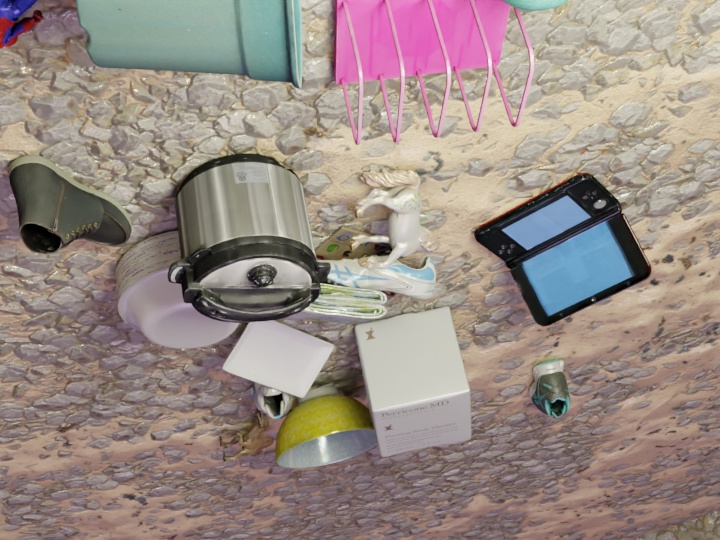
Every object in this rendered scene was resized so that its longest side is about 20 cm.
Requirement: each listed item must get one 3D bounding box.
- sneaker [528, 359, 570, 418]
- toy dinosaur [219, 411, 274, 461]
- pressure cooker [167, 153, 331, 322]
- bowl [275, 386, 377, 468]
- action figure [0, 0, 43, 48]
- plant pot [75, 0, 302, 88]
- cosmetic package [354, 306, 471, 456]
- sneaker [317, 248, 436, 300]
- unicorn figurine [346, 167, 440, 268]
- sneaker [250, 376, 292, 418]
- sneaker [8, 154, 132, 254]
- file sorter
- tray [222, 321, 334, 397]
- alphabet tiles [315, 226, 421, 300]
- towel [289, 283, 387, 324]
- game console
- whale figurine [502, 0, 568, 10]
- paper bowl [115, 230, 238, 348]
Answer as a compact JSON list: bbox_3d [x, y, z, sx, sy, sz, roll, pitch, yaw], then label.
[{"bbox_3d":[0.372,0.252,2.139,0.077,0.092,0.200,-14,149,5],"label":"sneaker"},{"bbox_3d":[-0.216,0.336,2.103,0.101,0.058,0.200,-5,149,-13],"label":"toy dinosaur"},{"bbox_3d":[-0.146,-0.025,1.401,0.175,0.201,0.179,-23,148,16],"label":"pressure cooker"},{"bbox_3d":[-0.067,0.276,1.999,0.199,0.108,0.200,-13,157,-6],"label":"bowl"},{"bbox_3d":[-0.347,-0.266,1.089,0.065,0.052,0.200,9,146,-37],"label":"action figure"},{"bbox_3d":[-0.156,-0.267,1.027,0.195,0.201,0.201,-3,149,-1],"label":"plant pot"},{"bbox_3d":[0.091,0.192,1.870,0.167,0.167,0.200,-11,148,-1],"label":"cosmetic package"},{"bbox_3d":[0.014,0.000,1.632,0.199,0.073,0.072,6,175,-7],"label":"sneaker"},{"bbox_3d":[0.052,-0.059,1.531,0.137,0.074,0.200,-15,145,-17],"label":"unicorn figurine"},{"bbox_3d":[-0.155,0.227,1.921,0.075,0.087,0.200,-13,151,-3],"label":"sneaker"},{"bbox_3d":[-0.361,-0.051,1.372,0.075,0.107,0.200,-26,146,21],"label":"sneaker"},{"bbox_3d":[0.079,-0.227,1.222,0.199,0.126,0.139,-8,149,-7],"label":"file sorter"},{"bbox_3d":[-0.136,0.139,1.809,0.200,0.022,0.108,27,97,-47],"label":"tray"},{"bbox_3d":[0.000,0.000,1.681,0.199,0.008,0.167,15,140,-37],"label":"alphabet tiles"},{"bbox_3d":[-0.068,0.050,1.619,0.170,0.048,0.200,9,172,-18],"label":"towel"},{"bbox_3d":[0.299,-0.027,1.633,0.200,0.119,0.172,-29,146,25],"label":"game console"},{"bbox_3d":[0.211,-0.340,1.104,0.200,0.104,0.159,-31,144,28],"label":"whale figurine"},{"bbox_3d":[-0.245,0.038,1.564,0.200,0.105,0.201,-8,150,-5],"label":"paper bowl"}]
